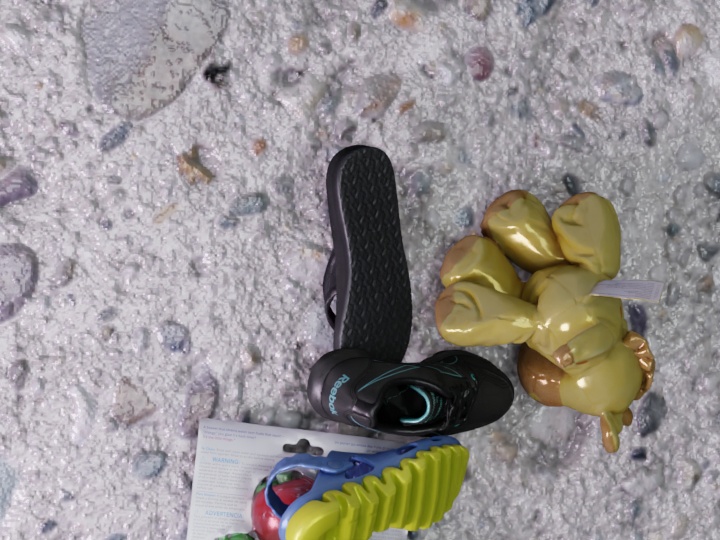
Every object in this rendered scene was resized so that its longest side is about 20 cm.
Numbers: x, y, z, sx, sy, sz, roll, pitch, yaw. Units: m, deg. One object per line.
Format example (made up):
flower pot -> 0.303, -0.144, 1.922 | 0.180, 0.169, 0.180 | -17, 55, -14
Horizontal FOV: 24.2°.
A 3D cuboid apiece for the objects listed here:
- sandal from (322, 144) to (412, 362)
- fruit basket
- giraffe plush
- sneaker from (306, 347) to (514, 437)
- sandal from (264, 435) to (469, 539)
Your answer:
sandal -> 0.001, -0.001, 1.348 | 0.075, 0.048, 0.203 | -8, 102, -34
fruit basket -> -0.053, 0.229, 1.344 | 0.183, 0.094, 0.202 | 8, 76, -15
giraffe plush -> 0.173, 0.050, 1.359 | 0.173, 0.199, 0.163 | -49, 137, -21
sneaker -> 0.053, 0.107, 1.333 | 0.198, 0.079, 0.076 | 3, 103, -37
sandal -> 0.003, 0.164, 1.304 | 0.199, 0.087, 0.080 | -11, 123, -42
